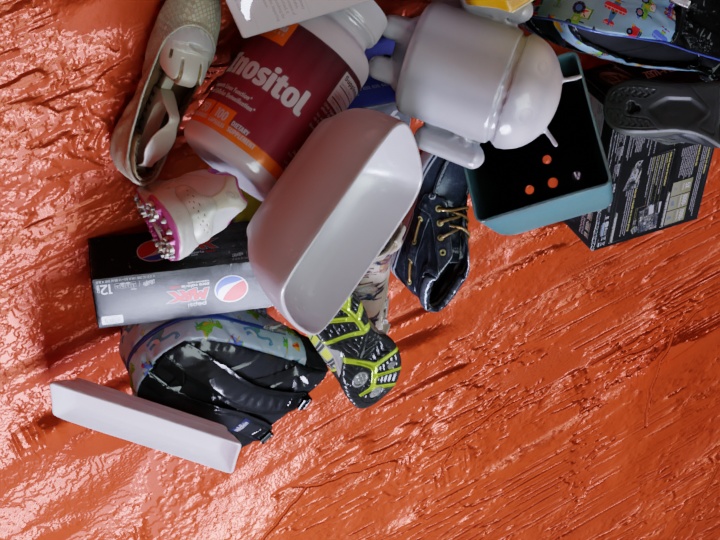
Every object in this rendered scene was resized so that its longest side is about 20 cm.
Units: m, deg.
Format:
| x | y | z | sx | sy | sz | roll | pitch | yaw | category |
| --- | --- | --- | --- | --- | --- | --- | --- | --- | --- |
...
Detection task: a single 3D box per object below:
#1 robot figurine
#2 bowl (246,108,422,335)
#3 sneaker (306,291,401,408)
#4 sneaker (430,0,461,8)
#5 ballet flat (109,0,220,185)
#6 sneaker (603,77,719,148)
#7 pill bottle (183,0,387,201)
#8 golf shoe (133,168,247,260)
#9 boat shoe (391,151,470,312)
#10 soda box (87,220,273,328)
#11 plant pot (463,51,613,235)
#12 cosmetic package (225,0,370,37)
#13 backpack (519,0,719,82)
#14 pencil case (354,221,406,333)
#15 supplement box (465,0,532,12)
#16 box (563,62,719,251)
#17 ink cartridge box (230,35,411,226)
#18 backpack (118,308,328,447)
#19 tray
| x | y | z | sx | sy | sz | roll | pitch | yaw | category |
| --- | --- | --- | --- | --- | --- | --- | --- | --- | --- |
| 0.109 | -0.188 | 1.317 | 0.113 | 0.198 | 0.171 | -47 | 157 | -72 | robot figurine |
| -0.030 | -0.050 | 1.253 | 0.201 | 0.074 | 0.200 | -56 | 164 | -8 | bowl |
| -0.016 | 0.066 | 1.437 | 0.075 | 0.076 | 0.201 | -35 | 134 | -11 | sneaker |
| 0.119 | -0.265 | 1.352 | 0.072 | 0.085 | 0.202 | -17 | 135 | -25 | sneaker |
| -0.170 | -0.167 | 1.248 | 0.067 | 0.062 | 0.202 | 7 | 120 | -35 | ballet flat |
| 0.363 | -0.165 | 1.434 | 0.114 | 0.197 | 0.077 | -19 | 114 | -65 | sneaker |
| -0.065 | -0.172 | 1.260 | 0.201 | 0.112 | 0.113 | -56 | 139 | -9 | pill bottle |
| -0.156 | -0.056 | 1.266 | 0.091 | 0.200 | 0.076 | -27 | 104 | -12 | golf shoe |
| 0.097 | -0.055 | 1.510 | 0.070 | 0.091 | 0.202 | -3 | 127 | -33 | boat shoe |
| -0.167 | 0.001 | 1.353 | 0.197 | 0.071 | 0.064 | -6 | 129 | -10 | soda box |
| 0.193 | -0.117 | 1.453 | 0.140 | 0.143 | 0.200 | -16 | 166 | 13 | plant pot |
| -0.029 | -0.285 | 1.184 | 0.197 | 0.075 | 0.102 | -15 | 138 | 8 | cosmetic package |
| 0.260 | -0.278 | 1.373 | 0.198 | 0.182 | 0.136 | 4 | 104 | -30 | backpack |
| 0.000 | 0.000 | 1.456 | 0.088 | 0.079 | 0.201 | 14 | 149 | 3 | pencil case |
| 0.115 | -0.345 | 1.206 | 0.109 | 0.109 | 0.201 | -32 | 111 | -7 | supplement box |
| 0.327 | -0.144 | 1.598 | 0.162 | 0.086 | 0.202 | -16 | 133 | -22 | box |
| -0.041 | -0.131 | 1.384 | 0.195 | 0.047 | 0.202 | -13 | 134 | -24 | ink cartridge box |
| -0.161 | 0.097 | 1.434 | 0.163 | 0.155 | 0.199 | -42 | 153 | 25 | backpack |
| -0.216 | 0.153 | 1.382 | 0.198 | 0.022 | 0.108 | 18 | 155 | -3 | tray |
